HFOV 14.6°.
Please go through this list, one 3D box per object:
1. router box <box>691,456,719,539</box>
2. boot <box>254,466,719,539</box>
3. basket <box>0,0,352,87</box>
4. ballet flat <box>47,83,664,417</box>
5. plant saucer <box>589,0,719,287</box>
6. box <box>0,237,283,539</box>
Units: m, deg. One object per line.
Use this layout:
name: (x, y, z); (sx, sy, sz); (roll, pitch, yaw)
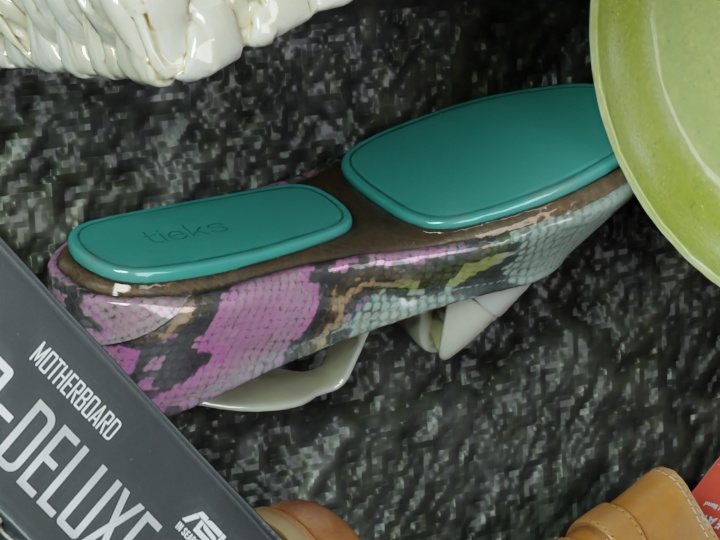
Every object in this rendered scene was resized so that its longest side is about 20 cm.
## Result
router box: (0.224, 0.093, 1.000); (0.180, 0.049, 0.200); (-49, 120, -17)
boot: (0.046, 0.109, 0.873); (0.155, 0.074, 0.200); (-39, 129, -21)
basket: (-0.042, -0.171, 0.713); (0.198, 0.161, 0.200); (-28, 111, -26)
ballet flat: (0.000, 0.000, 0.832); (0.200, 0.069, 0.071); (-18, 126, -26)
plant saucer: (0.165, -0.076, 0.819); (0.200, 0.031, 0.200); (0, 108, 0)
box: (-0.106, 0.034, 0.705); (0.050, 0.158, 0.200); (-50, 120, -17)
